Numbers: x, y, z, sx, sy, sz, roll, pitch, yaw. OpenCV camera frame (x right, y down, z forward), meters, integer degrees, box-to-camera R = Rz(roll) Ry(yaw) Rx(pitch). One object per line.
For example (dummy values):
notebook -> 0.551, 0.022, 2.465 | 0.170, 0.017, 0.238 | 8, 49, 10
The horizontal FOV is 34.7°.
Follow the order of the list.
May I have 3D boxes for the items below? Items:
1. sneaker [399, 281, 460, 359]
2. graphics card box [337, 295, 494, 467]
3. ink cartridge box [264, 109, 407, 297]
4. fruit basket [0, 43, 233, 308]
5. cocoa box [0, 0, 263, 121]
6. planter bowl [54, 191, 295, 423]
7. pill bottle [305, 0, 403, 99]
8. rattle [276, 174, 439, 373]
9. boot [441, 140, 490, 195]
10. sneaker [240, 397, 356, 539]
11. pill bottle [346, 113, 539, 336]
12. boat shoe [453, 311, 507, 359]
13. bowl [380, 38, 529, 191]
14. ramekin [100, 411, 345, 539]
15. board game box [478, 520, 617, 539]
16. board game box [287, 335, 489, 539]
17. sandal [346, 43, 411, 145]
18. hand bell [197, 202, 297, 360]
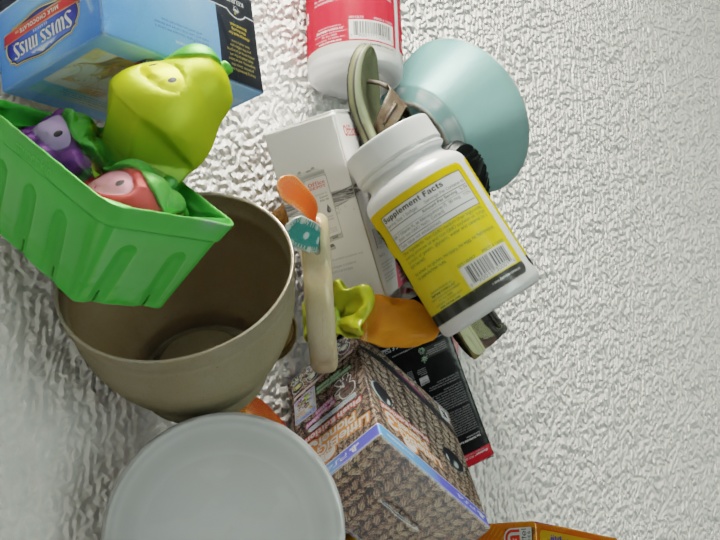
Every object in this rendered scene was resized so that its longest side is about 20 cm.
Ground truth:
sneaker -> 0.075, 0.048, 1.373 | 0.105, 0.075, 0.201 | 12, 74, -64
graphics card box -> 0.058, 0.141, 1.294 | 0.125, 0.051, 0.200 | -24, 103, -12
ink cartridge box -> -0.022, -0.065, 1.239 | 0.147, 0.083, 0.200 | -30, 105, -76
fruit basket -> -0.189, -0.095, 0.910 | 0.155, 0.215, 0.216 | 8, 73, -53
cocoa box -> -0.203, -0.214, 1.018 | 0.200, 0.133, 0.132 | 11, 65, -53
planter bowl -> -0.148, 0.047, 0.995 | 0.135, 0.200, 0.200 | 83, 24, -44
pill bottle -> -0.009, -0.312, 1.346 | 0.112, 0.112, 0.201 | 18, 65, -51
rattle -> 0.000, 0.000, 1.078 | 0.130, 0.142, 0.200 | -68, 161, -53
boot -> 0.070, -0.088, 1.311 | 0.073, 0.162, 0.198 | -54, 144, -19
sneaker -> -0.063, 0.200, 1.140 | 0.200, 0.077, 0.073 | 58, 41, -22
pill bottle -> 0.078, -0.046, 1.133 | 0.114, 0.114, 0.200 | -23, 79, -55
boat shoe -> 0.104, 0.008, 1.297 | 0.066, 0.072, 0.201 | -34, 116, -9
bowl -> 0.093, -0.167, 1.389 | 0.105, 0.201, 0.201 | -35, 108, -40
ramekin -> -0.117, 0.221, 0.972 | 0.202, 0.094, 0.203 | 1, 84, -10
board game box -> 0.159, 0.394, 1.280 | 0.200, 0.200, 0.200 | 24, 61, -49
board game box -> 0.022, 0.180, 1.142 | 0.159, 0.097, 0.200 | 43, 14, -25
sandal -> 0.030, -0.147, 1.235 | 0.080, 0.057, 0.201 | 26, 50, -71
hand bell -> -0.096, -0.009, 1.171 | 0.104, 0.104, 0.200 | 55, 29, -28
